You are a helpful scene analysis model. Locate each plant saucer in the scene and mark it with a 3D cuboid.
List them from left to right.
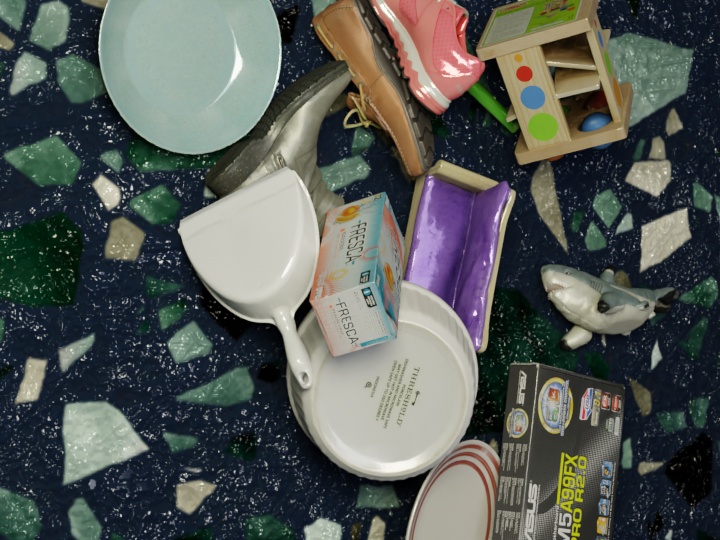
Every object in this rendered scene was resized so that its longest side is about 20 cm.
[{"bbox_3d":[-0.172,-0.218,1.392,0.199,0.039,0.204,-4,98,-32],"label":"plant saucer"}]

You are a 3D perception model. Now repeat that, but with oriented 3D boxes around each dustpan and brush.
[{"bbox_3d":[-0.087,0.019,1.366,0.057,0.138,0.202,43,24,-61],"label":"dustpan and brush"}]

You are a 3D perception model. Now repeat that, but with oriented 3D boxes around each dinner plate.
[{"bbox_3d":[0.097,0.277,1.478,0.199,0.024,0.203,-12,106,-50],"label":"dinner plate"}]

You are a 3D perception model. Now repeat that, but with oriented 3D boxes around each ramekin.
[{"bbox_3d":[0.025,0.115,1.401,0.199,0.094,0.206,-1,100,-4],"label":"ramekin"}]

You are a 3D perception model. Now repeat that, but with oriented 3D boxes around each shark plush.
[{"bbox_3d":[0.301,0.023,1.627,0.197,0.091,0.084,-9,59,-24],"label":"shark plush"}]

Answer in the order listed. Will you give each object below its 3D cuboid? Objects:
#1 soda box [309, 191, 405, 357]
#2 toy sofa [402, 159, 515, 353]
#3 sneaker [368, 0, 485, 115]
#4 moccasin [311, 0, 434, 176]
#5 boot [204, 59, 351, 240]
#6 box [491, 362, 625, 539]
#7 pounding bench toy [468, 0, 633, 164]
[{"bbox_3d":[0.000,0.000,1.355,0.067,0.201,0.064,-17,116,13],"label":"soda box"},{"bbox_3d":[0.091,-0.009,1.495,0.082,0.097,0.203,18,77,-26],"label":"toy sofa"},{"bbox_3d":[0.071,-0.266,1.487,0.074,0.086,0.202,18,45,-65],"label":"sneaker"},{"bbox_3d":[0.013,-0.189,1.484,0.203,0.077,0.074,59,20,-6],"label":"moccasin"},{"bbox_3d":[-0.056,-0.109,1.446,0.200,0.068,0.131,-47,111,-12],"label":"boot"},{"bbox_3d":[0.221,0.214,1.553,0.159,0.044,0.203,17,77,-41],"label":"box"},{"bbox_3d":[0.184,-0.201,1.543,0.125,0.197,0.158,-65,137,-56],"label":"pounding bench toy"}]
